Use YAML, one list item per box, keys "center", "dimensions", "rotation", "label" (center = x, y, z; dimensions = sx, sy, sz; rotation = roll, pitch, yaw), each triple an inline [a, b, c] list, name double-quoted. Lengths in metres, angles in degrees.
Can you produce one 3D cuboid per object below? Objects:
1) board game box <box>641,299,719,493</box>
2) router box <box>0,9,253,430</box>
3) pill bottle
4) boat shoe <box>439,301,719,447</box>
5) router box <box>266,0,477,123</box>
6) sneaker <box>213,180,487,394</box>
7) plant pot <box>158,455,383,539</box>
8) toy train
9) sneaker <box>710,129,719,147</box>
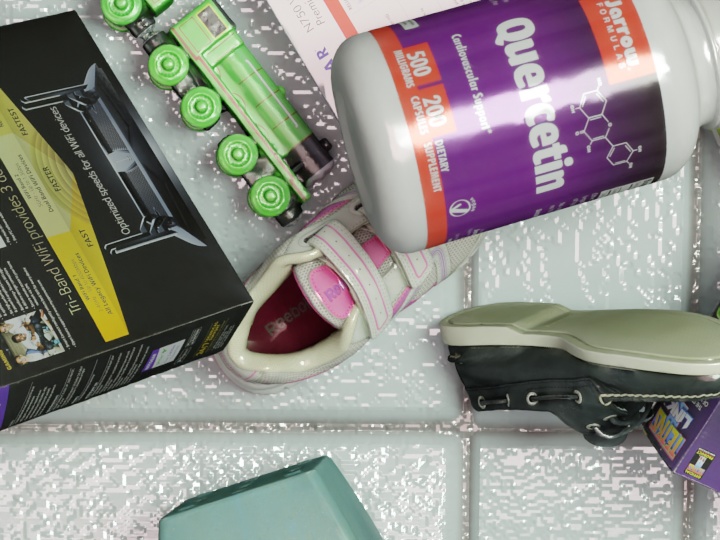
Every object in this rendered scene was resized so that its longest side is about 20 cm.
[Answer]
- center: [0.275, 0.062, 0.967]
  dimensions: [0.199, 0.057, 0.166]
  rotation: [23, 105, -21]
  label: "board game box"
- center: [-0.171, -0.029, 0.935]
  dimensions: [0.156, 0.052, 0.201]
  rotation: [-18, 66, -36]
  label: "router box"
- center: [0.091, -0.086, 0.924]
  dimensions: [0.198, 0.112, 0.113]
  rotation: [-17, 96, -6]
  label: "pill bottle"
- center: [0.122, 0.059, 0.962]
  dimensions: [0.198, 0.074, 0.067]
  rotation: [3, 107, 44]
  label: "boat shoe"
- center: [0.023, -0.196, 0.988]
  dimensions: [0.179, 0.049, 0.201]
  rotation: [-30, 95, 5]
  label: "router box"
- center: [0.000, 0.000, 0.993]
  dimensions: [0.200, 0.088, 0.081]
  rotation: [-44, 94, 6]
  label: "sneaker"
- center: [-0.033, 0.212, 0.998]
  dimensions: [0.140, 0.141, 0.202]
  rotation: [-18, 89, 4]
  label: "plant pot"
- center: [-0.087, -0.114, 1.008]
  dimensions: [0.056, 0.042, 0.200]
  rotation: [-39, 94, -5]
  label: "toy train"
- center: [0.239, -0.040, 0.983]
  dimensions: [0.074, 0.081, 0.201]
  rotation: [-31, 97, 6]
  label: "sneaker"
